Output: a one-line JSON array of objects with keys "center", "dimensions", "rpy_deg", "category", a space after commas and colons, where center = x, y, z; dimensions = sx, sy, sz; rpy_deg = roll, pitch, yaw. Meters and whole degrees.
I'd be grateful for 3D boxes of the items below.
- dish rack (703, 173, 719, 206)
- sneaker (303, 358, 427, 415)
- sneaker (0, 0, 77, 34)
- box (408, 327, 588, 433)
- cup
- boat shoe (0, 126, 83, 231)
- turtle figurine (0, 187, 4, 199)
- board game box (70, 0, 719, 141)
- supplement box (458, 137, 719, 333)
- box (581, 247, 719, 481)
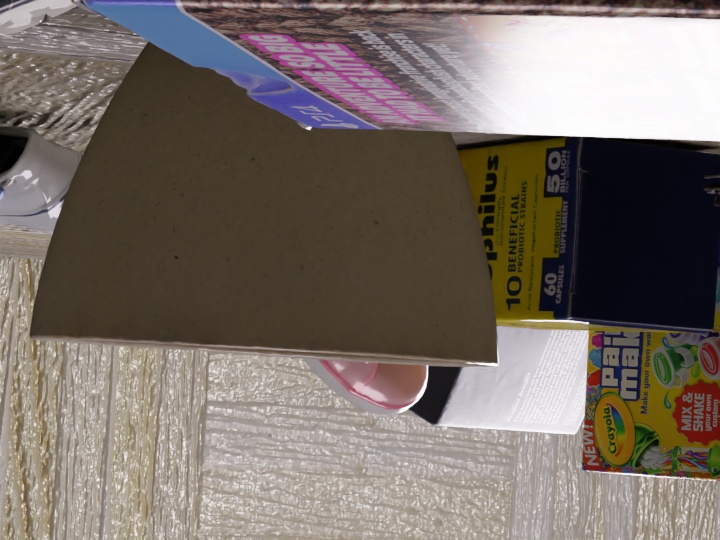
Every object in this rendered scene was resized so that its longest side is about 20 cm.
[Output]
[{"center": [0.274, -0.054, 1.115], "dimensions": [0.153, 0.055, 0.200], "rpy_deg": [6, 178, -20], "category": "dish rack"}, {"center": [0.000, 0.000, 1.356], "dimensions": [0.104, 0.201, 0.075], "rpy_deg": [-15, -160, 49], "category": "sneaker"}, {"center": [-0.137, -0.102, 0.522], "dimensions": [0.199, 0.078, 0.080], "rpy_deg": [3, 168, 11], "category": "sneaker"}, {"center": [0.070, 0.037, 1.796], "dimensions": [0.200, 0.124, 0.198], "rpy_deg": [31, -166, 38], "category": "box"}, {"center": [-0.036, -0.035, 0.941], "dimensions": [0.199, 0.144, 0.200], "rpy_deg": [4, 176, 0], "category": "cup"}, {"center": [-0.247, -0.067, 1.423], "dimensions": [0.200, 0.074, 0.065], "rpy_deg": [-4, 144, 46], "category": "boat shoe"}, {"center": [-0.289, -0.012, 1.262], "dimensions": [0.144, 0.200, 0.194], "rpy_deg": [36, 163, 34], "category": "turtle figurine"}, {"center": [0.068, -0.080, 0.411], "dimensions": [0.199, 0.097, 0.159], "rpy_deg": [3, 177, 13], "category": "board game box"}, {"center": [0.121, -0.019, 1.367], "dimensions": [0.109, 0.109, 0.200], "rpy_deg": [6, 176, -28], "category": "supplement box"}, {"center": [0.258, 0.038, 1.433], "dimensions": [0.192, 0.201, 0.122], "rpy_deg": [1, 176, 29], "category": "box"}]
